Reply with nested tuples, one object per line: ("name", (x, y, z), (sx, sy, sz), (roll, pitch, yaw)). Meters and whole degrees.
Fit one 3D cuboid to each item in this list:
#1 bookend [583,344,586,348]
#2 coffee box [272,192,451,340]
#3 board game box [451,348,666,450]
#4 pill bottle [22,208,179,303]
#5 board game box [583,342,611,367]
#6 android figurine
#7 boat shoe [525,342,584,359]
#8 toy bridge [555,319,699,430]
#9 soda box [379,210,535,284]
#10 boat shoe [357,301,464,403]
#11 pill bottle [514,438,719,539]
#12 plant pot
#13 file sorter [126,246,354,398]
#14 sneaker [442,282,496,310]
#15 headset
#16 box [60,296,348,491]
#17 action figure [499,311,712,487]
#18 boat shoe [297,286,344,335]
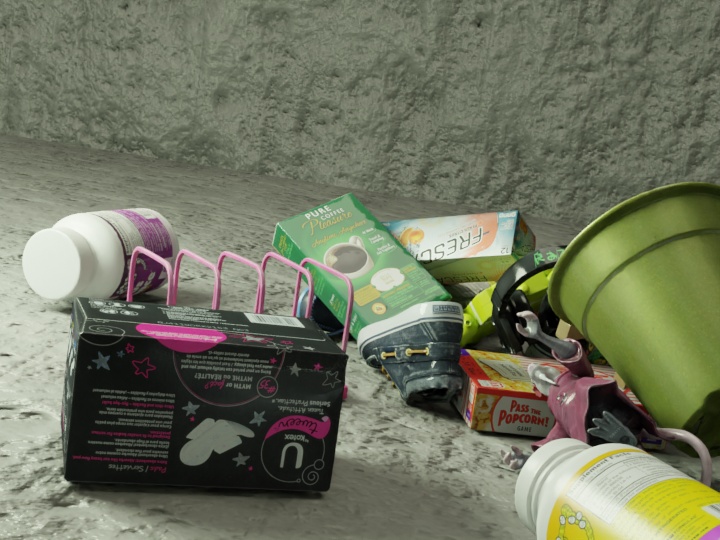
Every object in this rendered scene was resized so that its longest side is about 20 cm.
("bookend", (0.379, 0.044, 1.331), (0.198, 0.201, 0.092), (11, 4, 20))
("coffee box", (0.000, 0.000, 1.351), (0.123, 0.044, 0.200), (-27, 61, -33))
("board game box", (0.195, 0.129, 1.154), (0.199, 0.046, 0.152), (7, 10, -9))
("pill bottle", (-0.317, -0.017, 1.378), (0.112, 0.113, 0.200), (12, 11, 21))
("board game box", (0.312, 0.071, 1.210), (0.105, 0.200, 0.024), (13, 48, -15))
("android figurine", (0.185, 0.041, 1.358), (0.182, 0.041, 0.200), (-21, -13, -19))
("boat shoe", (0.273, 0.075, 1.425), (0.072, 0.071, 0.200), (36, 24, 14))
("toy bridge", (0.281, 0.099, 1.115), (0.067, 0.027, 0.200), (-10, 37, -33))
("soda box", (0.113, -0.025, 1.403), (0.200, 0.064, 0.068), (-4, -30, 30))
("boat shoe", (0.047, 0.098, 1.175), (0.071, 0.091, 0.200), (6, -17, -19))
("pill bottle", (0.181, 0.174, 0.709), (0.104, 0.105, 0.200), (4, 10, -25))
("plant pot", (0.298, 0.057, 1.007), (0.200, 0.200, 0.190), (3, 45, -29))
("file sorter", (-0.123, 0.048, 1.120), (0.200, 0.126, 0.139), (3, 10, -28))
("sneaker", (0.147, 0.047, 1.501), (0.200, 0.085, 0.074), (-10, 49, -50))
("headset", (0.195, 0.044, 1.244), (0.123, 0.200, 0.094), (-4, 43, -15))
("box", (-0.127, 0.096, 0.875), (0.200, 0.115, 0.132), (7, 8, -17))
("action figure", (0.203, 0.117, 0.976), (0.149, 0.134, 0.200), (7, 13, -10))
("boat shoe", (0.013, 0.044, 1.402), (0.200, 0.084, 0.069), (-3, 18, -42))
